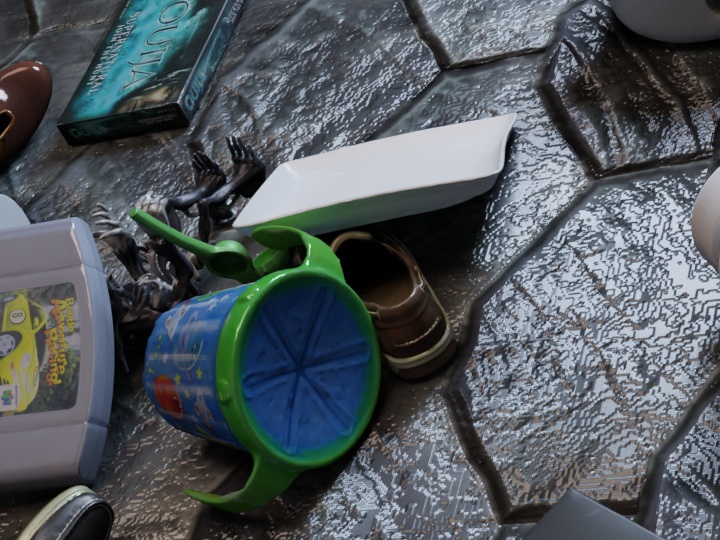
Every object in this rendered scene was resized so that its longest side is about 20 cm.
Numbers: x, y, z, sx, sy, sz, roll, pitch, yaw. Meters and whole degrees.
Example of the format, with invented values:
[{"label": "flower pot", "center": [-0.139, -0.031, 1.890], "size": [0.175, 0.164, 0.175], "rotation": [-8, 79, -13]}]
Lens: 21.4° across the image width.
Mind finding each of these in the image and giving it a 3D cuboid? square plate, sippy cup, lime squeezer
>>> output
[{"label": "square plate", "center": [0.018, -0.068, 1.426], "size": [0.198, 0.029, 0.200], "rotation": [-11, 15, 11]}, {"label": "sippy cup", "center": [-0.077, 0.067, 1.317], "size": [0.130, 0.140, 0.178], "rotation": [-1, 35, 47]}, {"label": "lime squeezer", "center": [-0.090, -0.024, 1.451], "size": [0.038, 0.071, 0.200], "rotation": [-6, 3, 40]}]

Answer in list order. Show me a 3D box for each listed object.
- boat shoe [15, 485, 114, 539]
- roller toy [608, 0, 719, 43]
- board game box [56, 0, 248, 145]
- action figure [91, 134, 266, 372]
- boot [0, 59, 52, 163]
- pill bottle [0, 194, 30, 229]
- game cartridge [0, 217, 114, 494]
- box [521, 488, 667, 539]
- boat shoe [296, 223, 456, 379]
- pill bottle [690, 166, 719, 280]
[{"label": "boat shoe", "center": [-0.212, 0.235, 1.255], "size": [0.066, 0.072, 0.201], "rotation": [13, 55, 31]}, {"label": "roller toy", "center": [0.262, -0.282, 1.487], "size": [0.200, 0.140, 0.183], "rotation": [1, 45, 34]}, {"label": "board game box", "center": [-0.189, -0.201, 1.777], "size": [0.135, 0.028, 0.200], "rotation": [-8, 41, 27]}, {"label": "action figure", "center": [-0.159, -0.018, 1.484], "size": [0.119, 0.102, 0.200], "rotation": [-8, 39, 48]}, {"label": "boot", "center": [-0.332, -0.127, 1.675], "size": [0.188, 0.069, 0.200], "rotation": [-41, 8, -15]}, {"label": "pill bottle", "center": [-0.370, 0.011, 1.576], "size": [0.200, 0.114, 0.114], "rotation": [-18, 38, 15]}, {"label": "game cartridge", "center": [-0.247, 0.063, 1.414], "size": [0.133, 0.041, 0.201], "rotation": [-8, 75, 16]}, {"label": "box", "center": [0.106, 0.244, 0.965], "size": [0.200, 0.149, 0.124], "rotation": [-44, 40, -19]}, {"label": "boat shoe", "center": [0.005, -0.004, 1.381], "size": [0.075, 0.075, 0.202], "rotation": [-36, 37, -9]}, {"label": "pill bottle", "center": [0.286, 0.008, 1.156], "size": [0.109, 0.110, 0.200], "rotation": [-31, 37, -3]}]
